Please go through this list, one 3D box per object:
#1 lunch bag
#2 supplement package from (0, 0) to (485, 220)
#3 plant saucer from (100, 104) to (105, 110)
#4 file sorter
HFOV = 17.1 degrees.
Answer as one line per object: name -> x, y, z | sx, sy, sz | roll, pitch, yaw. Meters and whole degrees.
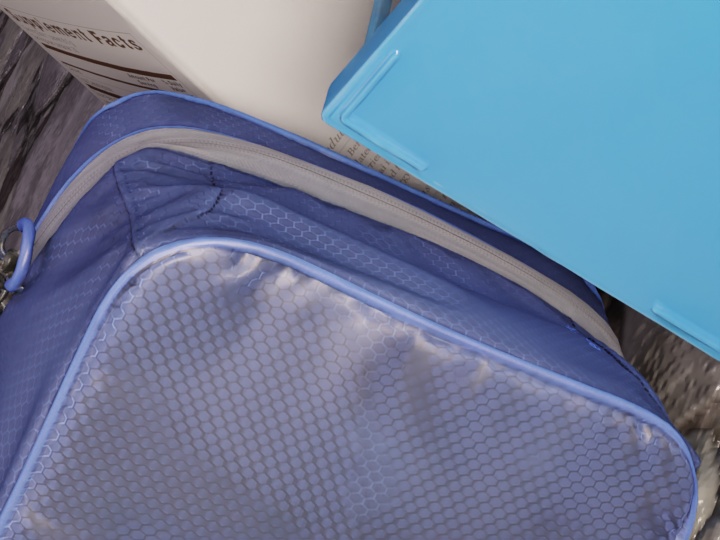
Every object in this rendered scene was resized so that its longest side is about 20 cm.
lunch bag -> -0.022, 0.043, 0.664 | 0.136, 0.199, 0.132 | -60, 19, 15
supplement package -> -0.032, -0.100, 0.753 | 0.122, 0.200, 0.120 | -53, 31, -11
plant saucer -> -0.066, -0.063, 0.960 | 0.200, 0.050, 0.200 | -53, 14, 19
file sorter -> 0.107, -0.103, 0.626 | 0.200, 0.138, 0.123 | -47, 21, 39
